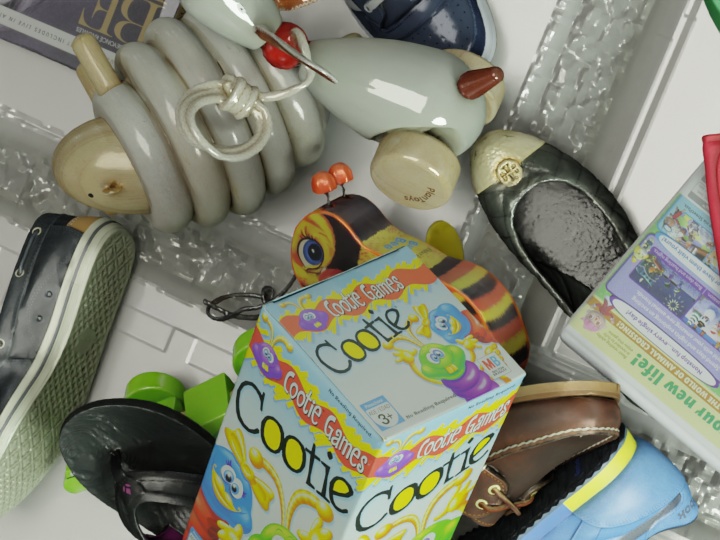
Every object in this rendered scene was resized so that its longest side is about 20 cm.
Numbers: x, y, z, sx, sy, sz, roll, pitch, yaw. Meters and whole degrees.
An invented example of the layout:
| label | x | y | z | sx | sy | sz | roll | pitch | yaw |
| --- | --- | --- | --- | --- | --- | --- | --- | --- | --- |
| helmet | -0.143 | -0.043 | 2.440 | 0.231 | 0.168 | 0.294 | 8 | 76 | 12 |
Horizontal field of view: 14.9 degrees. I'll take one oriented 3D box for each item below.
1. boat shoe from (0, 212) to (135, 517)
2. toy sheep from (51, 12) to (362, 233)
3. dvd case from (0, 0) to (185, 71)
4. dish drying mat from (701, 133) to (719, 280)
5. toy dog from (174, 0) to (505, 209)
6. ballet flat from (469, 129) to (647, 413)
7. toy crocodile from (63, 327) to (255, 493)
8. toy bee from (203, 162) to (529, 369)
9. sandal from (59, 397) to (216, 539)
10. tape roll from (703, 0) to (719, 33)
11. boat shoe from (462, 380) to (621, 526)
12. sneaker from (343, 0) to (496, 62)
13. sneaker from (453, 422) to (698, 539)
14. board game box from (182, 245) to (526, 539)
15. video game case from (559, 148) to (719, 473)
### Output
| label | x | y | z | sx | sy | sz | roll | pitch | yaw |
| --- | --- | --- | --- | --- | --- | --- | --- | --- | --- |
| boat shoe | -0.201 | 0.057 | 1.655 | 0.062 | 0.075 | 0.201 | 21 | 88 | 23 |
| toy sheep | -0.087 | -0.095 | 1.599 | 0.200 | 0.138 | 0.138 | -28 | 77 | -8 |
| dvd case | -0.157 | -0.223 | 1.688 | 0.148 | 0.016 | 0.200 | 24 | 94 | 18 |
| dish drying mat | 0.234 | 0.018 | 1.476 | 0.077 | 0.018 | 0.201 | -9 | 78 | 7 |
| toy dog | 0.001 | -0.119 | 1.524 | 0.096 | 0.199 | 0.132 | -44 | 39 | 52 |
| ballet flat | 0.132 | -0.002 | 1.554 | 0.066 | 0.057 | 0.200 | -40 | 78 | 10 |
| toy crocodile | -0.087 | 0.090 | 1.623 | 0.200 | 0.062 | 0.068 | -21 | 40 | 17 |
| toy bee | 0.000 | 0.000 | 1.557 | 0.199 | 0.131 | 0.109 | 5 | 114 | 9 |
| sandal | -0.088 | 0.146 | 1.578 | 0.200 | 0.048 | 0.075 | 39 | 112 | -10 |
| tape roll | 0.281 | -0.188 | 1.503 | 0.200 | 0.048 | 0.201 | -3 | 74 | 10 |
| boat shoe | 0.069 | 0.109 | 1.537 | 0.200 | 0.070 | 0.071 | -21 | 65 | 46 |
| sneaker | -0.004 | -0.192 | 1.586 | 0.070 | 0.108 | 0.200 | -40 | 76 | 11 |
| sneaker | 0.102 | 0.170 | 1.552 | 0.200 | 0.066 | 0.078 | -39 | 106 | 22 |
| board game box | -0.007 | 0.103 | 1.468 | 0.103 | 0.105 | 0.200 | 47 | 139 | 26 |
| video game case | 0.240 | 0.030 | 1.494 | 0.200 | 0.022 | 0.182 | 40 | 88 | 14 |
